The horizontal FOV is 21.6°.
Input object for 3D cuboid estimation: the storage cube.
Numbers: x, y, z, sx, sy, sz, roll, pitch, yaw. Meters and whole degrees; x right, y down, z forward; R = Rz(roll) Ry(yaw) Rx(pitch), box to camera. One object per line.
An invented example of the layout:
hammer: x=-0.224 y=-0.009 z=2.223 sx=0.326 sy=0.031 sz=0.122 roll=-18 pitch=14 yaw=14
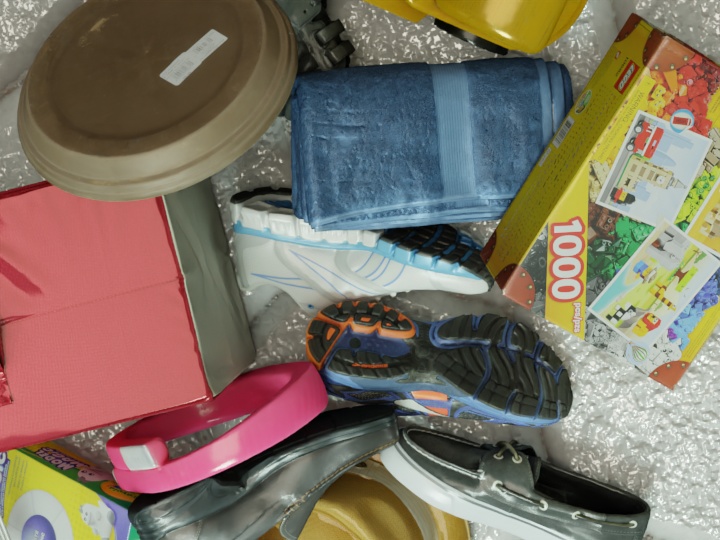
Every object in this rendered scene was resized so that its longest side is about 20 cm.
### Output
storage cube: x=-0.190 y=0.018 z=1.329 sx=0.178 sy=0.200 sz=0.173 roll=-14 pitch=95 yaw=7

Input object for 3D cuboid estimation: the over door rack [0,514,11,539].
over door rack: x=-0.326 y=0.159 z=1.370 sx=0.199 sy=0.066 sz=0.149 roll=13 pitch=125 yaw=51

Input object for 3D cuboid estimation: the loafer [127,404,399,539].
loafer: x=-0.059 y=0.155 z=1.313 sx=0.198 sy=0.073 sz=0.073 roll=-24 pitch=98 yaw=-3

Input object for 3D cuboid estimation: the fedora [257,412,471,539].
fedora: x=-0.020 y=0.202 z=1.374 sx=0.198 sy=0.082 sz=0.203 roll=2 pitch=99 yaw=11

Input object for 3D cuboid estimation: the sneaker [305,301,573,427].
sneaker: x=0.055 y=0.072 z=1.352 sx=0.198 sy=0.079 sz=0.076 roll=14 pitch=63 yaw=-3

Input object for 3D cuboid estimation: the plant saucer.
plant saucer: x=-0.139 y=-0.131 z=1.257 sx=0.198 sy=0.202 sz=0.030 roll=-7 pitch=141 yaw=13

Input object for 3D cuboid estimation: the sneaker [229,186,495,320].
sneaker: x=0.000 y=0.000 z=1.356 sx=0.198 sy=0.075 sz=0.088 roll=12 pitch=111 yaw=15

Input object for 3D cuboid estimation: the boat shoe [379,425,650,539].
boat shoe: x=0.112 y=0.151 z=1.342 sx=0.198 sy=0.069 sz=0.057 roll=25 pitch=114 yaw=-4

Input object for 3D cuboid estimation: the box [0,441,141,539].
box: x=-0.228 y=0.195 z=1.398 sx=0.199 sy=0.048 sz=0.119 roll=20 pitch=103 yaw=40

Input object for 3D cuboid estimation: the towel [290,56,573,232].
towel: x=0.050 y=-0.088 z=1.306 sx=0.198 sy=0.049 sz=0.113 roll=-4 pitch=97 yaw=-7

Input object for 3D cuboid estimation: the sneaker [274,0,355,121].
sneaker: x=-0.034 y=-0.196 z=1.331 sx=0.099 sy=0.071 sz=0.201 roll=30 pitch=109 yaw=4

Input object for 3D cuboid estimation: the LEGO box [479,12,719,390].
LEGO box: x=0.198 y=-0.046 z=1.272 sx=0.148 sy=0.077 sz=0.201 roll=28 pitch=104 yaw=-17

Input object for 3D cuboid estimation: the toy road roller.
toy road roller: x=0.065 y=-0.216 z=1.241 sx=0.198 sy=0.146 sz=0.124 roll=20 pitch=103 yaw=-23

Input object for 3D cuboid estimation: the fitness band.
fitness band: x=-0.101 y=0.109 z=1.322 sx=0.143 sy=0.200 sz=0.038 roll=-26 pitch=96 yaw=-23
